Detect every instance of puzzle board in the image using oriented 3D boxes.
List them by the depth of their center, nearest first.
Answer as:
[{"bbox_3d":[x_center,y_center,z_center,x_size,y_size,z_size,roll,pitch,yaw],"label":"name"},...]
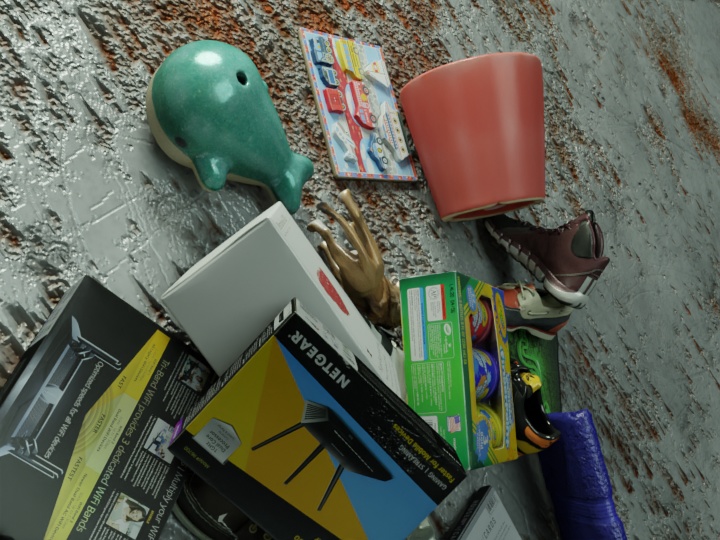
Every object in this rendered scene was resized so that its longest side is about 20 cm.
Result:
[{"bbox_3d":[0.001,-0.214,0.960,0.149,0.017,0.204,-4,76,-43],"label":"puzzle board"}]

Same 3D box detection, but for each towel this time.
[{"bbox_3d":[0.279,0.273,0.914,0.049,0.148,0.204,-12,80,-12],"label":"towel"}]

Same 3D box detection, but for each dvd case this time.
[{"bbox_3d":[0.161,0.373,0.832,0.150,0.025,0.202,-34,97,-52],"label":"dvd case"}]

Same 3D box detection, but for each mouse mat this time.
[{"bbox_3d":[0.230,0.142,1.023,0.159,0.007,0.204,23,59,-34],"label":"mouse mat"}]

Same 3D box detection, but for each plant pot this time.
[{"bbox_3d":[0.161,-0.166,0.977,0.198,0.198,0.181,-8,86,-44],"label":"plant pot"}]

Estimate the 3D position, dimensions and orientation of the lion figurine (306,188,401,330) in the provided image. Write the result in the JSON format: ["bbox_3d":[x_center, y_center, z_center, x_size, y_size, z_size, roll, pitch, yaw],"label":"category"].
[{"bbox_3d":[0.000,0.000,0.780,0.124,0.072,0.200,60,4,13],"label":"lion figurine"}]

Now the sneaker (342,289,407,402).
[{"bbox_3d":[0.007,0.094,0.798,0.088,0.073,0.203,-41,109,-51],"label":"sneaker"}]

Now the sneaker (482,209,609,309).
[{"bbox_3d":[0.264,-0.050,1.012,0.075,0.116,0.200,7,34,-50],"label":"sneaker"}]

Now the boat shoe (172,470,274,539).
[{"bbox_3d":[-0.079,0.224,0.662,0.200,0.060,0.073,36,52,-26],"label":"boat shoe"}]

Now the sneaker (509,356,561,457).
[{"bbox_3d":[0.185,0.130,0.921,0.069,0.090,0.203,-18,82,-41],"label":"sneaker"}]

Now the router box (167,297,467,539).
[{"bbox_3d":[-0.033,0.146,0.601,0.200,0.149,0.051,43,5,-13],"label":"router box"}]

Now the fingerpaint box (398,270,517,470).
[{"bbox_3d":[0.114,0.115,0.826,0.166,0.072,0.204,18,66,-60],"label":"fingerpaint box"}]

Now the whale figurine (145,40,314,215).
[{"bbox_3d":[-0.120,-0.148,0.757,0.199,0.103,0.161,39,49,-23],"label":"whale figurine"}]

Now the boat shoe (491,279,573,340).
[{"bbox_3d":[0.217,0.044,0.991,0.198,0.063,0.072,17,30,-40],"label":"boat shoe"}]

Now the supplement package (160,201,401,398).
[{"bbox_3d":[-0.066,0.057,0.675,0.201,0.119,0.121,54,6,-10],"label":"supplement package"}]

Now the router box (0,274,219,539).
[{"bbox_3d":[-0.211,0.131,0.587,0.157,0.052,0.202,40,49,-24],"label":"router box"}]

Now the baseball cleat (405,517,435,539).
[{"bbox_3d":[0.014,0.234,0.739,0.069,0.106,0.202,-38,131,-16],"label":"baseball cleat"}]
